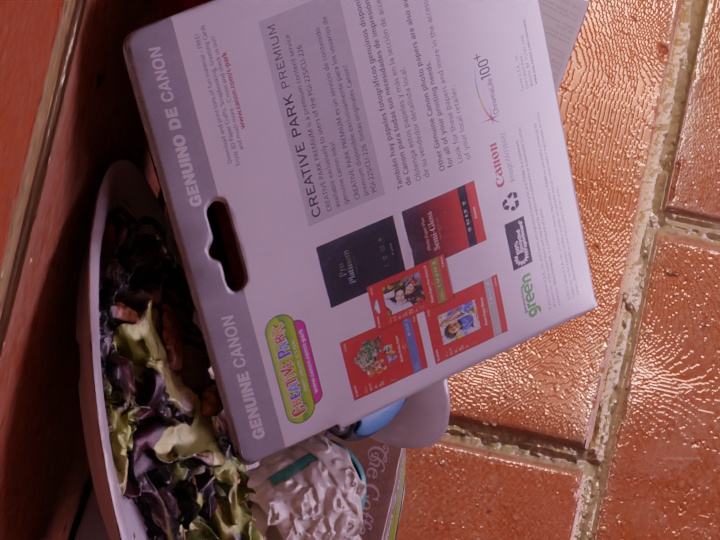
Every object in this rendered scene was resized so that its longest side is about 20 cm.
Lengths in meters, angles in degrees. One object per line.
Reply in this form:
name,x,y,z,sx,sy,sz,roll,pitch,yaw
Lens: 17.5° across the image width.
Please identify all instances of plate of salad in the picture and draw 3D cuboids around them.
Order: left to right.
plate of salad,-0.075,0.053,0.961,0.200,0.048,0.201,-7,90,-82

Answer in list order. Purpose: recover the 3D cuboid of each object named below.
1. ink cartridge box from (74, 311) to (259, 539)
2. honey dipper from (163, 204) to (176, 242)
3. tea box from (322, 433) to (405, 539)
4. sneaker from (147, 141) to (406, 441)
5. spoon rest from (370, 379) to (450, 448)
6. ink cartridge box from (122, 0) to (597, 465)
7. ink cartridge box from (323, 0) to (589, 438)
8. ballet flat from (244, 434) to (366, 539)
ink cartridge box,-0.086,0.101,1.144,0.117,0.067,0.200,97,8,-54
honey dipper,-0.073,-0.020,1.200,0.200,0.038,0.038,70,32,-86
tea box,-0.054,0.197,1.431,0.197,0.133,0.201,92,10,-74
sneaker,-0.053,-0.010,1.049,0.073,0.082,0.200,-37,118,-26
spoon rest,0.000,0.000,1.126,0.061,0.099,0.201,-32,125,-25
ink cartridge box,-0.012,-0.049,0.949,0.084,0.175,0.201,34,-37,55
ink cartridge box,0.053,-0.024,1.243,0.198,0.047,0.200,115,-3,-48
ballet flat,-0.046,0.163,1.085,0.072,0.071,0.201,-71,171,-60
